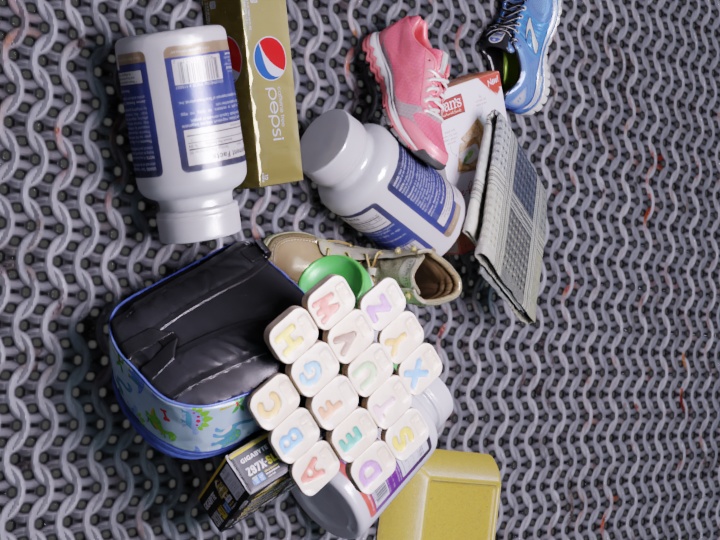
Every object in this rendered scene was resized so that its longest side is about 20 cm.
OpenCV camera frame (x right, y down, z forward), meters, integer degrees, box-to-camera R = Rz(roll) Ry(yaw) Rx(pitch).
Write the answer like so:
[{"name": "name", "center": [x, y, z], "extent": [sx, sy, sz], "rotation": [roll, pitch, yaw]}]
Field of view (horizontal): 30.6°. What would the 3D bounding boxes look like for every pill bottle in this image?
[{"name": "pill bottle", "center": [0.018, 0.199, 1.502], "extent": [0.200, 0.111, 0.112], "rotation": [-44, 119, -34]}, {"name": "pill bottle", "center": [0.021, -0.096, 1.495], "extent": [0.199, 0.110, 0.112], "rotation": [36, 68, -38]}, {"name": "pill bottle", "center": [-0.173, -0.134, 1.299], "extent": [0.110, 0.110, 0.203], "rotation": [-16, 102, -42]}]

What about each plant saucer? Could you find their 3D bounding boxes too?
[{"name": "plant saucer", "center": [0.106, 0.326, 1.634], "extent": [0.198, 0.048, 0.203], "rotation": [12, 84, -43]}]

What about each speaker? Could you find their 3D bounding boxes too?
[{"name": "speaker", "center": [-0.011, 0.071, 1.406], "extent": [0.089, 0.088, 0.201], "rotation": [-57, 151, -26]}]

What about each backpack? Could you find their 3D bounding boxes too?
[{"name": "backpack", "center": [-0.142, 0.093, 1.293], "extent": [0.199, 0.183, 0.148], "rotation": [-24, 144, -33]}]

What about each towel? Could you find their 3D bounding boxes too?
[{"name": "towel", "center": [0.179, -0.060, 1.601], "extent": [0.193, 0.034, 0.202], "rotation": [49, 44, -51]}]

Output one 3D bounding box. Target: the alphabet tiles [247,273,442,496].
[{"name": "alphabet tiles", "center": [-0.009, 0.109, 1.254], "extent": [0.195, 0.015, 0.201], "rotation": [-39, 113, -23]}]

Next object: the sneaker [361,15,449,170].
[{"name": "sneaker", "center": [0.067, -0.209, 1.489], "extent": [0.073, 0.086, 0.202], "rotation": [25, 39, -54]}]

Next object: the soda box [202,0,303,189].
[{"name": "soda box", "center": [-0.113, -0.190, 1.393], "extent": [0.064, 0.067, 0.203], "rotation": [-13, 101, -43]}]

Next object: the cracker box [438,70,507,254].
[{"name": "cracker box", "center": [0.130, -0.135, 1.633], "extent": [0.133, 0.057, 0.203], "rotation": [-24, 107, -41]}]

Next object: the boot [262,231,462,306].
[{"name": "boot", "center": [0.000, 0.000, 1.447], "extent": [0.199, 0.153, 0.073], "rotation": [15, 81, -43]}]

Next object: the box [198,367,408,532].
[{"name": "box", "center": [-0.059, 0.179, 1.330], "extent": [0.199, 0.160, 0.050], "rotation": [-29, 76, -26]}]

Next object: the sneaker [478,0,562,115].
[{"name": "sneaker", "center": [0.202, -0.304, 1.683], "extent": [0.088, 0.078, 0.203], "rotation": [3, 89, -46]}]
